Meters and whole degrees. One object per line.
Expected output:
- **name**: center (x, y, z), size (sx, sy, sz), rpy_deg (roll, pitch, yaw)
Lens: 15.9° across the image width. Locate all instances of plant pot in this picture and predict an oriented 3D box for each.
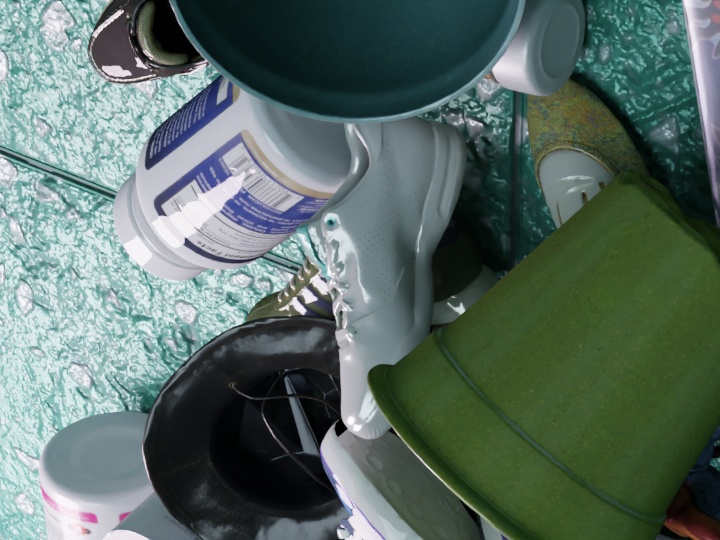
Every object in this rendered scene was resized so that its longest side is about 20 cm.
- **plant pot**: center (0.140, 0.052, 1.465), size (0.200, 0.200, 0.190), rpy_deg (42, 101, 8)
- **plant pot**: center (-0.001, -0.202, 1.451), size (0.200, 0.134, 0.200), rpy_deg (4, 130, 5)

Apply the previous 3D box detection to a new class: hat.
- **hat**: center (-0.044, 0.096, 1.695), size (0.200, 0.081, 0.201), rpy_deg (1, 121, 1)

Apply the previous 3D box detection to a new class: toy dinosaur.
- **toy dinosaur**: center (0.209, 0.152, 1.547), size (0.200, 0.181, 0.105), rpy_deg (-37, 88, 27)

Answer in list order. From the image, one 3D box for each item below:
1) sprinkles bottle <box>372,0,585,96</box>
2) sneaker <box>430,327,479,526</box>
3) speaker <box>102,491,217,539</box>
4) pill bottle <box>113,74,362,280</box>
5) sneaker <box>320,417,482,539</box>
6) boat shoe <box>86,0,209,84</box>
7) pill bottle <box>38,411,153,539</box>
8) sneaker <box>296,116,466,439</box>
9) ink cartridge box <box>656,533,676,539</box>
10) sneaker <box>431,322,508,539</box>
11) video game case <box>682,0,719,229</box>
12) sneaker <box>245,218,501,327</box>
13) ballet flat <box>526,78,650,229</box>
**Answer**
- **sprinkles bottle**: center (0.034, -0.158, 1.551), size (0.200, 0.068, 0.068), rpy_deg (17, 129, 31)
- **sneaker**: center (0.049, 0.123, 1.746), size (0.076, 0.070, 0.200), rpy_deg (7, 123, 43)
- **speaker**: center (-0.090, 0.158, 1.787), size (0.081, 0.200, 0.081), rpy_deg (23, 134, 27)
- **pill bottle**: center (-0.077, -0.067, 1.679), size (0.111, 0.111, 0.200), rpy_deg (53, 138, -4)
- **sneaker**: center (0.015, 0.209, 1.640), size (0.200, 0.081, 0.146), rpy_deg (46, 118, 6)
- **boat shoe**: center (-0.123, -0.163, 1.682), size (0.200, 0.065, 0.073), rpy_deg (-23, 105, 48)
- **pill bottle**: center (-0.179, 0.217, 1.973), size (0.113, 0.113, 0.200), rpy_deg (19, 130, 29)
- **sneaker**: center (0.000, 0.000, 1.578), size (0.088, 0.200, 0.075), rpy_deg (13, 174, -19)
- **ink cartridge box**: center (0.165, 0.253, 1.706), size (0.147, 0.083, 0.200), rpy_deg (19, 143, 29)
- **sneaker**: center (0.112, 0.097, 1.640), size (0.088, 0.076, 0.200), rpy_deg (-36, 57, 31)
- **video game case**: center (0.278, -0.085, 1.434), size (0.200, 0.023, 0.182), rpy_deg (9, 125, 36)
- **sneaker**: center (-0.008, -0.003, 1.695), size (0.200, 0.067, 0.090), rpy_deg (-12, 122, 37)
- **ballet flat**: center (0.150, -0.021, 1.557), size (0.071, 0.071, 0.200), rpy_deg (-13, 110, 45)
